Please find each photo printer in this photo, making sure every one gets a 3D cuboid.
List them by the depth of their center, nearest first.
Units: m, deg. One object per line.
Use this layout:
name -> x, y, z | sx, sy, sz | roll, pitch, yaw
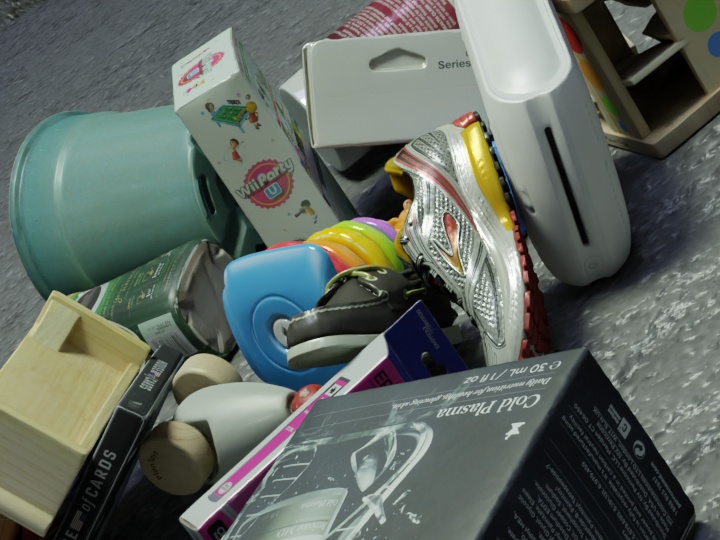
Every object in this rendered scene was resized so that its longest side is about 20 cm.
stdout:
photo printer -> 0.124, -0.098, 1.230 | 0.069, 0.167, 0.201 | -19, 34, 6

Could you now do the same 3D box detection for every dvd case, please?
dvd case -> -0.171, 0.138, 1.242 | 0.200, 0.025, 0.151 | -82, 18, -81

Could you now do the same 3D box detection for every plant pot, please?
plant pot -> -0.171, -0.063, 1.617 | 0.195, 0.201, 0.201 | -12, 30, 35

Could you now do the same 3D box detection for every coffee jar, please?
coffee jar -> -0.193, 0.052, 1.538 | 0.199, 0.085, 0.105 | -21, 32, 33

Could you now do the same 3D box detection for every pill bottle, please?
pill bottle -> 0.031, -0.188, 1.665 | 0.200, 0.115, 0.114 | -38, 21, -9

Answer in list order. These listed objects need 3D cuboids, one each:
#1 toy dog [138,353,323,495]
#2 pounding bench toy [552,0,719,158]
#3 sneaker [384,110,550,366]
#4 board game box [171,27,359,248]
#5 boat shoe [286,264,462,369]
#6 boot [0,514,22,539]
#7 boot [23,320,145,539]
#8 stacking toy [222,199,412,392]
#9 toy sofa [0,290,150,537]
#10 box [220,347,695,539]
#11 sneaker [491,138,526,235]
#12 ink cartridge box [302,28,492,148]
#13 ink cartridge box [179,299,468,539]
toy dog -> -0.051, 0.119, 1.207 | 0.199, 0.097, 0.132 | 11, 46, 43
pounding bench toy -> 0.188, -0.196, 1.376 | 0.124, 0.157, 0.200 | -39, 21, -9
sneaker -> 0.069, -0.002, 1.168 | 0.081, 0.078, 0.201 | -20, 57, 7
board game box -> -0.071, -0.083, 1.474 | 0.064, 0.201, 0.148 | -31, 20, 5
boat shoe -> 0.005, 0.027, 1.181 | 0.071, 0.061, 0.201 | -13, -5, 24
boot -> -0.266, 0.196, 1.249 | 0.073, 0.156, 0.200 | 2, 16, -28
boot -> -0.227, 0.140, 1.368 | 0.201, 0.072, 0.145 | -70, 6, -49
stacking toy -> 0.000, 0.000, 1.353 | 0.109, 0.117, 0.200 | -12, 20, 41
toy sofa -> -0.211, 0.101, 1.202 | 0.098, 0.082, 0.200 | -59, 4, 18
box -> 0.030, 0.159, 0.913 | 0.199, 0.124, 0.197 | -15, 31, 43
sneaker -> 0.098, -0.072, 1.364 | 0.066, 0.079, 0.200 | -18, 25, 43
ink cartridge box -> 0.027, -0.145, 1.473 | 0.144, 0.088, 0.200 | -5, 3, -1
ink cartridge box -> -0.005, 0.118, 1.088 | 0.200, 0.095, 0.037 | -42, 22, -17
